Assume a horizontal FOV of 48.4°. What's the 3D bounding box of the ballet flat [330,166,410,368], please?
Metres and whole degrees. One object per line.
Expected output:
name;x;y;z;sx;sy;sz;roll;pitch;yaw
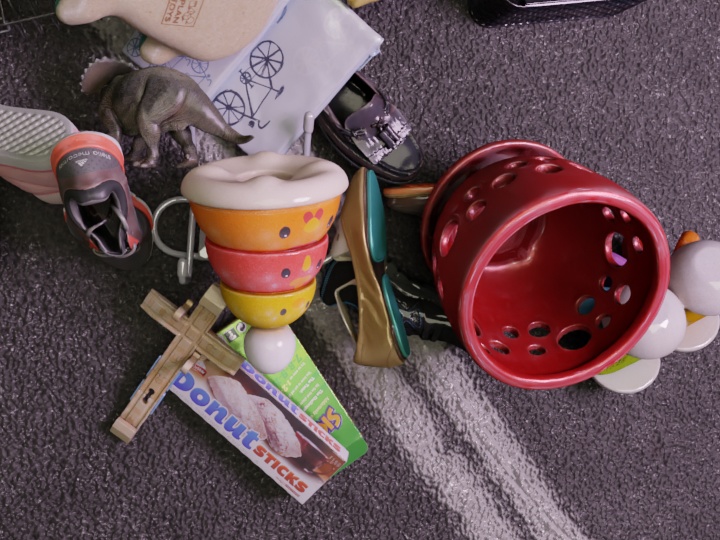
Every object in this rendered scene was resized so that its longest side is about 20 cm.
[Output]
ballet flat;0.000;0.000;0.793;0.063;0.069;0.201;-11;89;15

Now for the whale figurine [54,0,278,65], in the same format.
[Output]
whale figurine;-0.165;-0.252;0.683;0.200;0.159;0.104;-14;61;-41

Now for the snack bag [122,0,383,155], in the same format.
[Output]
snack bag;-0.107;-0.220;0.786;0.200;0.021;0.189;43;107;-5

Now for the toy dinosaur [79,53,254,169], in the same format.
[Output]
toy dinosaur;-0.192;-0.147;0.736;0.199;0.077;0.103;11;103;30

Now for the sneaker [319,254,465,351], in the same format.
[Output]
sneaker;0.050;0.044;0.863;0.200;0.073;0.082;32;89;-2

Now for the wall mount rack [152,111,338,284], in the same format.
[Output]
wall mount rack;-0.113;-0.069;0.801;0.199;0.075;0.175;3;88;-4

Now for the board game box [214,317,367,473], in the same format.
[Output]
board game box;-0.082;0.136;0.855;0.095;0.030;0.200;-34;97;-7

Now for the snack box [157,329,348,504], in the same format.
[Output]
snack box;-0.109;0.149;0.821;0.200;0.024;0.072;42;106;-5

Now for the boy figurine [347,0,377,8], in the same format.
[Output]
boy figurine;0.034;-0.328;0.793;0.124;0.064;0.200;38;52;1

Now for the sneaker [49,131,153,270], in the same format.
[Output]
sneaker;-0.232;-0.037;0.726;0.077;0.200;0.082;-15;64;-7

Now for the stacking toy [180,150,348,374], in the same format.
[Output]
stacking toy;-0.081;0.000;0.728;0.145;0.146;0.201;-6;111;-12

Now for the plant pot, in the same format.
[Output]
plant pot;0.157;-0.016;0.763;0.200;0.183;0.201;-7;118;-14

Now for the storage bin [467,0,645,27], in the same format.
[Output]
storage bin;0.219;-0.347;0.864;0.199;0.094;0.136;-9;95;-11

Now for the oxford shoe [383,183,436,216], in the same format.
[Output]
oxford shoe;0.118;-0.052;0.870;0.199;0.071;0.073;9;96;-14

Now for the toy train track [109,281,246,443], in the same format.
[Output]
toy train track;-0.191;0.097;0.786;0.115;0.033;0.200;37;108;-3

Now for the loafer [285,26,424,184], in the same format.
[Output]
loafer;-0.012;-0.168;0.820;0.200;0.063;0.072;44;77;-1

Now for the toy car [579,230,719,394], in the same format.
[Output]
toy car;0.312;0.029;0.887;0.200;0.175;0.150;-32;65;-9

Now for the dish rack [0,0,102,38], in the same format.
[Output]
dish rack;-0.292;-0.288;0.751;0.199;0.055;0.154;-15;75;-6

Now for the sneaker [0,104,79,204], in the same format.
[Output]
sneaker;-0.335;-0.116;0.763;0.199;0.105;0.076;17;72;16
